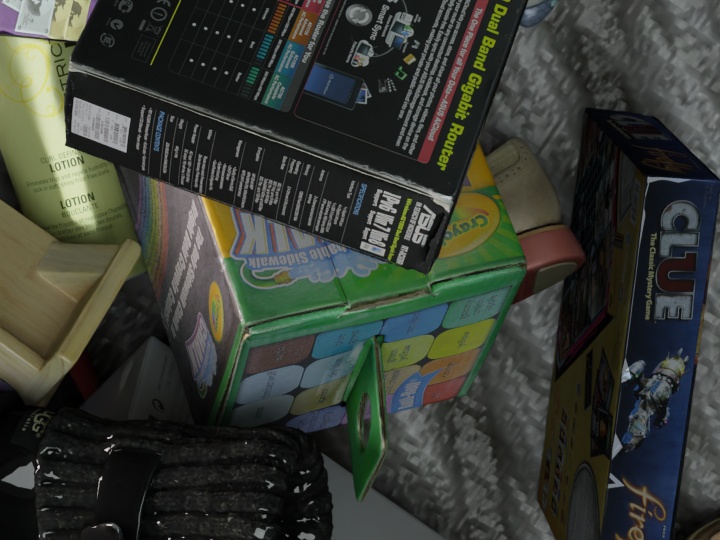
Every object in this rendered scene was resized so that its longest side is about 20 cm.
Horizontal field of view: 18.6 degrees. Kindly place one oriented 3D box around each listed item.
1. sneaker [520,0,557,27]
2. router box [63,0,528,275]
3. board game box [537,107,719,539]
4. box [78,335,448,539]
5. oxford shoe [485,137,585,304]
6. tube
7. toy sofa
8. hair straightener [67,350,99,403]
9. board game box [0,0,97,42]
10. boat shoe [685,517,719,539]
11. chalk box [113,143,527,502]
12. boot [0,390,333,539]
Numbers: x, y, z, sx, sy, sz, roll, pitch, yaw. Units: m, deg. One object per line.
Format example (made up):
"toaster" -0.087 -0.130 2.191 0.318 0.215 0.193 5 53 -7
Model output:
"sneaker" 0.072 -0.161 0.977 0.200 0.078 0.086 -32 116 12
"router box" -0.010 -0.114 0.856 0.150 0.062 0.200 20 60 2
"board game box" 0.119 0.038 0.999 0.035 0.136 0.200 3 106 -7
"box" -0.060 0.147 1.008 0.200 0.098 0.124 36 121 -18
"oxford shoe" 0.000 0.000 1.024 0.200 0.070 0.075 -20 77 5
"tube" -0.144 -0.089 0.983 0.058 0.052 0.200 -26 107 -45
"toy sofa" -0.203 -0.015 0.925 0.200 0.083 0.098 37 129 -10
"hair straightener" -0.194 -0.010 1.000 0.077 0.041 0.200 -25 112 2
"board game box" -0.113 -0.197 0.944 0.120 0.032 0.200 6 94 -4
"boat shoe" 0.252 0.138 1.066 0.200 0.065 0.071 -4 73 -11
"chalk box" -0.015 -0.007 0.907 0.124 0.124 0.200 -13 67 -18
"boot" -0.093 0.147 0.889 0.158 0.079 0.211 9 122 14
